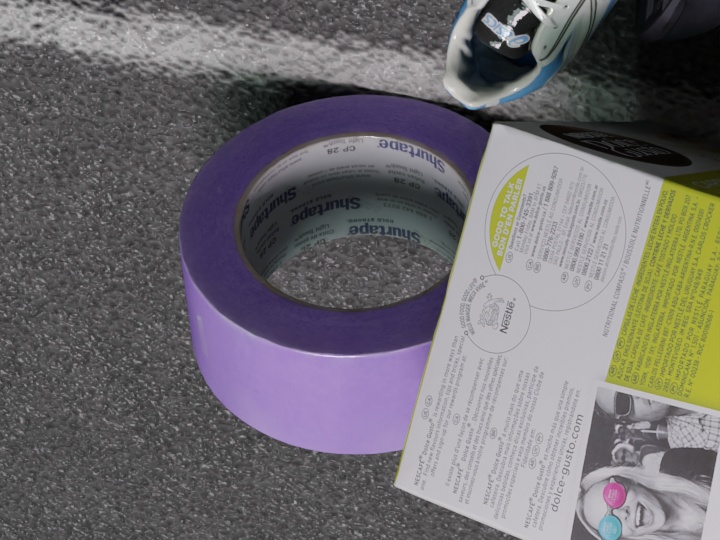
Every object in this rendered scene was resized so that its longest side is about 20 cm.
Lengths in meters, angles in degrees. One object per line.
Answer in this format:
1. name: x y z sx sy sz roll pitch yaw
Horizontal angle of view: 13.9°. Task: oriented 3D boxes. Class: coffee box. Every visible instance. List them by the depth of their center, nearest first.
1. coffee box: 0.165 0.041 1.533 0.197 0.199 0.201 20 102 26

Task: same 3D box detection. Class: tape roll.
1. tape roll: 0.000 0.000 1.656 0.199 0.200 0.085 12 139 14

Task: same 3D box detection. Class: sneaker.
1. sneaker: 0.100 -0.152 1.533 0.072 0.073 0.200 36 141 5

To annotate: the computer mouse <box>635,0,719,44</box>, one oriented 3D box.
1. computer mouse: 0.190 -0.153 1.445 0.046 0.141 0.200 16 142 -12
